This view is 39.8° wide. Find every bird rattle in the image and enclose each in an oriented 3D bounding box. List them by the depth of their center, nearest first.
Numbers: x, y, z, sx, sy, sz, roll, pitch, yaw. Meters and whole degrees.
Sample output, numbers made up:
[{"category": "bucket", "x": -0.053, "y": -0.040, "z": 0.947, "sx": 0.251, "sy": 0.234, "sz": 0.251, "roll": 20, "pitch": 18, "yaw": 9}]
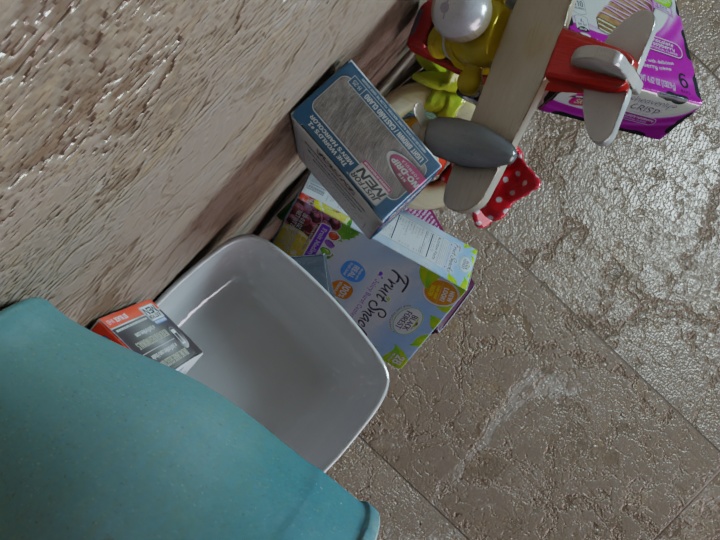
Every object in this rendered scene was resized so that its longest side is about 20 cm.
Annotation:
[{"category": "bird rattle", "x": 0.082, "y": -0.129, "z": 1.013, "sx": 0.161, "sy": 0.201, "sz": 0.113, "roll": -20, "pitch": -152, "yaw": 4}]

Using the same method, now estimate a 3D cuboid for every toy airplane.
[{"category": "toy airplane", "x": 0.113, "y": -0.168, "z": 0.736, "sx": 0.198, "sy": 0.140, "sz": 0.202, "roll": -34, "pitch": -128, "yaw": 35}]

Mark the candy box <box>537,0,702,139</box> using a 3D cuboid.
[{"category": "candy box", "x": 0.211, "y": -0.225, "z": 0.870, "sx": 0.061, "sy": 0.135, "sz": 0.202, "roll": -45, "pitch": -136, "yaw": 53}]

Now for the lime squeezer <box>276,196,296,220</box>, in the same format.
[{"category": "lime squeezer", "x": -0.009, "y": -0.122, "z": 1.097, "sx": 0.199, "sy": 0.038, "sz": 0.071, "roll": -32, "pitch": -177, "yaw": -16}]

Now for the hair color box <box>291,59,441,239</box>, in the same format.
[{"category": "hair color box", "x": 0.001, "y": -0.085, "z": 0.772, "sx": 0.060, "sy": 0.100, "sz": 0.200, "roll": -41, "pitch": 180, "yaw": -2}]

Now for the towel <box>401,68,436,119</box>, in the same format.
[{"category": "towel", "x": 0.109, "y": -0.187, "z": 1.155, "sx": 0.200, "sy": 0.145, "sz": 0.022, "roll": -48, "pitch": 154, "yaw": -53}]

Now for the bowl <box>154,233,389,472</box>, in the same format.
[{"category": "bowl", "x": -0.099, "y": 0.093, "z": 0.851, "sx": 0.200, "sy": 0.200, "sz": 0.075, "roll": -45, "pitch": -174, "yaw": -12}]

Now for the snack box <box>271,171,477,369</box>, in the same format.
[{"category": "snack box", "x": 0.000, "y": 0.000, "z": 1.074, "sx": 0.169, "sy": 0.198, "sz": 0.068, "roll": -57, "pitch": -171, "yaw": 47}]

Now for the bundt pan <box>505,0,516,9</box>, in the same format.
[{"category": "bundt pan", "x": 0.163, "y": -0.288, "z": 1.108, "sx": 0.202, "sy": 0.076, "sz": 0.202, "roll": -47, "pitch": -179, "yaw": 1}]

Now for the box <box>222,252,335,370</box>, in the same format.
[{"category": "box", "x": -0.108, "y": 0.068, "z": 1.008, "sx": 0.121, "sy": 0.107, "sz": 0.200, "roll": -5, "pitch": 162, "yaw": -23}]

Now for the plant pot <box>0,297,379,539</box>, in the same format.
[{"category": "plant pot", "x": -0.125, "y": 0.121, "z": 0.449, "sx": 0.200, "sy": 0.188, "sz": 0.200, "roll": -47, "pitch": 180, "yaw": 0}]

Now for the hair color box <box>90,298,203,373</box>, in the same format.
[{"category": "hair color box", "x": -0.210, "y": 0.118, "z": 0.708, "sx": 0.200, "sy": 0.064, "sz": 0.111, "roll": -46, "pitch": 179, "yaw": 7}]

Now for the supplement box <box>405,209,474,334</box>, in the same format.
[{"category": "supplement box", "x": 0.025, "y": -0.023, "z": 1.205, "sx": 0.130, "sy": 0.201, "sz": 0.103, "roll": -16, "pitch": -156, "yaw": 44}]
